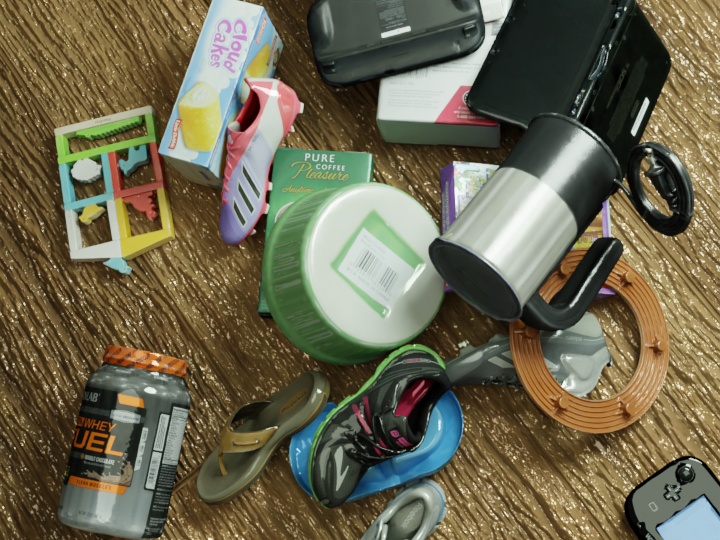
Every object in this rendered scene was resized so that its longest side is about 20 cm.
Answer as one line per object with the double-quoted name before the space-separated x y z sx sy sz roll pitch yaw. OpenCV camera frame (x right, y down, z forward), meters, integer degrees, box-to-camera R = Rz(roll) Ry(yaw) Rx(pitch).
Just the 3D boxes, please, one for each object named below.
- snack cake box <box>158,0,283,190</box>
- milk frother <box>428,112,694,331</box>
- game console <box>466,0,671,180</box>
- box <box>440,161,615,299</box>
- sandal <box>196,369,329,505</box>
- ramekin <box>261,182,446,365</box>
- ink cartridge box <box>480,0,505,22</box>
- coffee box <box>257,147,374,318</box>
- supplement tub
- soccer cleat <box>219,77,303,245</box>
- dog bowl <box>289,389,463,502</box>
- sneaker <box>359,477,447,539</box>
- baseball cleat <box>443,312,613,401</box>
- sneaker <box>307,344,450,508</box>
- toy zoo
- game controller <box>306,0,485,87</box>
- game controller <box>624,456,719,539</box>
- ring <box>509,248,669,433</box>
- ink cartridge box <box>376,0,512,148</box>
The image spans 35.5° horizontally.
"snack cake box" -0.162 -0.207 1.337 0.066 0.115 0.202 16 82 13
"milk frother" 0.202 -0.045 1.114 0.180 0.200 0.189 40 72 -2
"game console" 0.241 -0.213 1.276 0.116 0.176 0.201 6 63 47
"box" 0.185 -0.042 1.246 0.198 0.039 0.139 4 77 -21
"sandal" -0.118 0.178 1.259 0.200 0.054 0.081 -43 36 11
"ramekin" 0.000 0.000 1.232 0.198 0.097 0.203 4 81 -25
"ink cartridge box" 0.054 -0.355 1.289 0.198 0.045 0.178 -11 100 8
"coffee box" -0.051 -0.041 1.323 0.121 0.044 0.203 3 79 8
"supplement tub" -0.262 0.193 1.267 0.121 0.123 0.203 8 79 10
"soccer cleat" -0.133 -0.127 1.302 0.067 0.076 0.202 42 113 50
"dog bowl" 0.021 0.193 1.252 0.198 0.050 0.112 -20 63 5
"sneaker" 0.019 0.311 1.220 0.075 0.087 0.201 32 86 12
"baseball cleat" 0.183 0.111 1.230 0.198 0.070 0.108 -19 77 -8
"sneaker" 0.018 0.166 1.175 0.077 0.084 0.201 38 89 -31
"toy zoo" -0.301 -0.092 1.382 0.130 0.020 0.202 -13 77 6
"game controller" 0.039 -0.277 1.269 0.198 0.042 0.106 -13 85 8
"game controller" 0.370 0.300 1.185 0.104 0.042 0.201 -34 75 0
"ring" 0.253 0.074 1.218 0.198 0.019 0.203 4 79 -20
"ink cartridge box" 0.102 -0.255 1.323 0.143 0.083 0.203 4 78 10
